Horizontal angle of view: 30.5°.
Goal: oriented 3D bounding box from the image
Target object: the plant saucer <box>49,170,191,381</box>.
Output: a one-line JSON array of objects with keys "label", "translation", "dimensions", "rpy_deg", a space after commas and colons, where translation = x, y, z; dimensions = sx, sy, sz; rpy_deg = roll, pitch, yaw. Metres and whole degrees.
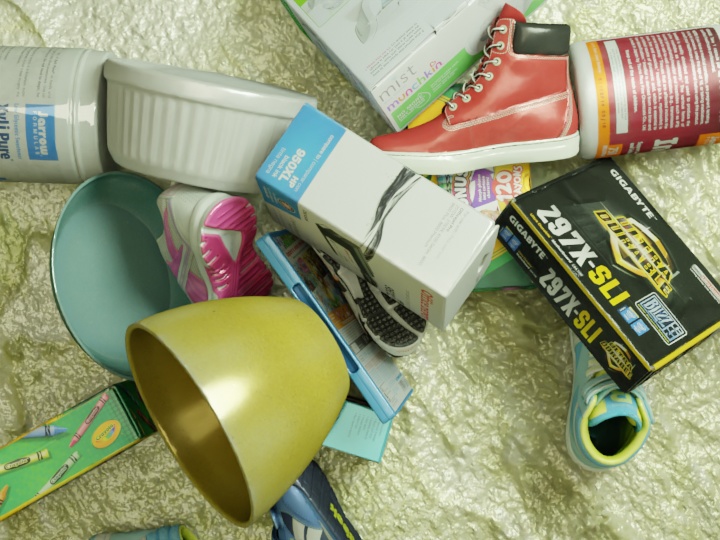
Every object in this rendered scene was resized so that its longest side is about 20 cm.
[{"label": "plant saucer", "translation": [-0.225, 0.008, 1.251], "dimensions": [0.036, 0.199, 0.202], "rpy_deg": [-13, 88, 35]}]

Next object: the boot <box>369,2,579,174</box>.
[{"label": "boot", "translation": [0.098, -0.166, 1.207], "dimensions": [0.198, 0.072, 0.145], "rpy_deg": [-9, 108, -6]}]

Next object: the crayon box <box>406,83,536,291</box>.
[{"label": "crayon box", "translation": [0.107, -0.079, 1.287], "dimensions": [0.118, 0.058, 0.202], "rpy_deg": [-4, 89, 2]}]

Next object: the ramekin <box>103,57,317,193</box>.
[{"label": "ramekin", "translation": [-0.146, -0.135, 1.235], "dimensions": [0.201, 0.202, 0.095], "rpy_deg": [12, 100, 2]}]

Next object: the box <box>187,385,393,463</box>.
[{"label": "box", "translation": [-0.068, 0.130, 1.277], "dimensions": [0.199, 0.082, 0.049], "rpy_deg": [17, 89, 2]}]

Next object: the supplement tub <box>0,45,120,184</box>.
[{"label": "supplement tub", "translation": [-0.336, -0.150, 1.268], "dimensions": [0.198, 0.132, 0.133], "rpy_deg": [2, 89, 3]}]

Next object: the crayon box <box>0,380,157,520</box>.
[{"label": "crayon box", "translation": [-0.295, 0.178, 1.258], "dimensions": [0.199, 0.119, 0.059], "rpy_deg": [-30, 88, 1]}]

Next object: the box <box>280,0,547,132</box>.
[{"label": "box", "translation": [0.046, -0.267, 1.244], "dimensions": [0.200, 0.097, 0.177], "rpy_deg": [-42, 63, 0]}]

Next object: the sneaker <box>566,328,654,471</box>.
[{"label": "sneaker", "translation": [0.239, 0.091, 1.236], "dimensions": [0.079, 0.131, 0.202], "rpy_deg": [2, 86, 2]}]

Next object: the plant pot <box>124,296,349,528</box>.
[{"label": "plant pot", "translation": [-0.094, 0.101, 1.159], "dimensions": [0.142, 0.200, 0.201], "rpy_deg": [-31, 88, -24]}]

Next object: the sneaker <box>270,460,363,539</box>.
[{"label": "sneaker", "translation": [-0.057, 0.248, 1.265], "dimensions": [0.082, 0.074, 0.201], "rpy_deg": [-24, 103, 13]}]

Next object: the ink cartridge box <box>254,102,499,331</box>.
[{"label": "ink cartridge box", "translation": [0.015, -0.044, 1.176], "dimensions": [0.199, 0.145, 0.084], "rpy_deg": [33, 80, 10]}]

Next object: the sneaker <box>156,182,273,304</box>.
[{"label": "sneaker", "translation": [-0.142, -0.015, 1.248], "dimensions": [0.088, 0.201, 0.081], "rpy_deg": [36, 58, 28]}]

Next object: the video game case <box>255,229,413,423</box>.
[{"label": "video game case", "translation": [-0.021, 0.047, 1.247], "dimensions": [0.018, 0.143, 0.201], "rpy_deg": [-35, 88, 10]}]

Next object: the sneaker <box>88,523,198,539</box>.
[{"label": "sneaker", "translation": [-0.183, 0.342, 1.279], "dimensions": [0.130, 0.080, 0.201], "rpy_deg": [-15, 89, 3]}]

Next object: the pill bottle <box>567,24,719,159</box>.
[{"label": "pill bottle", "translation": [0.299, -0.172, 1.256], "dimensions": [0.198, 0.113, 0.114], "rpy_deg": [-7, 89, 2]}]

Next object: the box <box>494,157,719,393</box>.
[{"label": "box", "translation": [0.237, -0.002, 1.221], "dimensions": [0.159, 0.049, 0.200], "rpy_deg": [-24, 70, -39]}]

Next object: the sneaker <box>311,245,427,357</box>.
[{"label": "sneaker", "translation": [0.000, 0.000, 1.286], "dimensions": [0.073, 0.080, 0.201], "rpy_deg": [-23, 70, -6]}]
